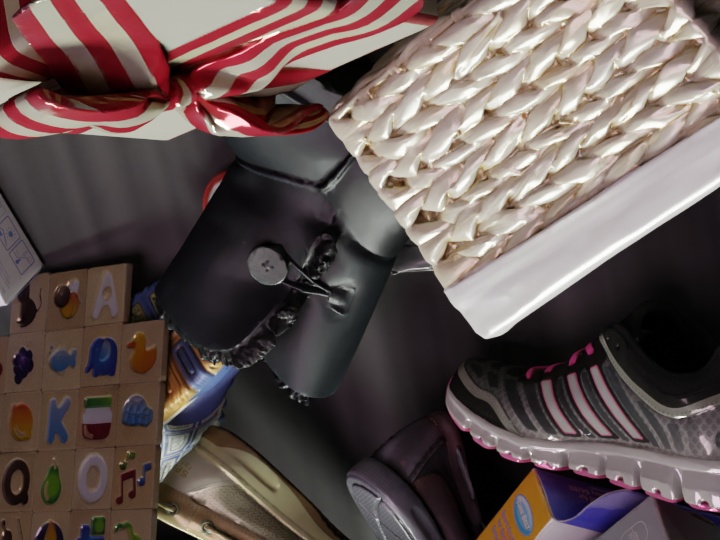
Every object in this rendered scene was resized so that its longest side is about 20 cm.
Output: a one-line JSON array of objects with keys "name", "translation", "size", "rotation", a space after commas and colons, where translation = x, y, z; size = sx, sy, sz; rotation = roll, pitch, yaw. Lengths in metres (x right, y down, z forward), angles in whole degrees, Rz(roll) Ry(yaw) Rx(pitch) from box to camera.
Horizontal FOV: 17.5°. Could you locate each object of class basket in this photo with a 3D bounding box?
[{"name": "basket", "translation": [0.099, -0.087, 0.984], "size": [0.123, 0.136, 0.200], "rotation": [48, 134, -6]}]

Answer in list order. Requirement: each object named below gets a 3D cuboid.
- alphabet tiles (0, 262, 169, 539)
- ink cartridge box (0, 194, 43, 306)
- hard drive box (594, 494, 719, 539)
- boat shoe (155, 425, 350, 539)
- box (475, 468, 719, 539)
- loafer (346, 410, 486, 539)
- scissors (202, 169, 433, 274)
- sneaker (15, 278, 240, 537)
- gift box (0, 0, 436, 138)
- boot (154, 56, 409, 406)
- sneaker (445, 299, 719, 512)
[{"name": "alphabet tiles", "translation": [-0.165, 0.098, 1.275], "size": [0.166, 0.006, 0.201], "rotation": [-8, 75, 44]}, {"name": "ink cartridge box", "translation": [-0.266, -0.065, 1.289], "size": [0.094, 0.044, 0.201], "rotation": [-12, 116, 36]}, {"name": "hard drive box", "translation": [0.132, 0.218, 1.149], "size": [0.156, 0.077, 0.200], "rotation": [29, 120, -35]}, {"name": "boat shoe", "translation": [-0.025, 0.171, 1.254], "size": [0.201, 0.063, 0.073], "rotation": [45, 169, -9]}, {"name": "box", "translation": [0.098, 0.176, 1.186], "size": [0.119, 0.042, 0.200], "rotation": [18, 122, -29]}, {"name": "loafer", "translation": [0.058, 0.154, 1.242], "size": [0.072, 0.063, 0.200], "rotation": [28, 156, 43]}, {"name": "scissors", "translation": [0.000, 0.000, 1.181], "size": [0.199, 0.014, 0.074], "rotation": [14, 102, 20]}, {"name": "sneaker", "translation": [-0.107, 0.075, 1.290], "size": [0.200, 0.088, 0.075], "rotation": [-46, 50, 29]}, {"name": "gift box", "translation": [-0.085, -0.148, 0.916], "size": [0.200, 0.184, 0.188], "rotation": [-19, 77, 44]}, {"name": "boot", "translation": [-0.063, -0.044, 1.130], "size": [0.200, 0.076, 0.168], "rotation": [33, 116, -2]}, {"name": "sneaker", "translation": [0.125, 0.055, 1.121], "size": [0.199, 0.074, 0.088], "rotation": [12, 99, 46]}]
